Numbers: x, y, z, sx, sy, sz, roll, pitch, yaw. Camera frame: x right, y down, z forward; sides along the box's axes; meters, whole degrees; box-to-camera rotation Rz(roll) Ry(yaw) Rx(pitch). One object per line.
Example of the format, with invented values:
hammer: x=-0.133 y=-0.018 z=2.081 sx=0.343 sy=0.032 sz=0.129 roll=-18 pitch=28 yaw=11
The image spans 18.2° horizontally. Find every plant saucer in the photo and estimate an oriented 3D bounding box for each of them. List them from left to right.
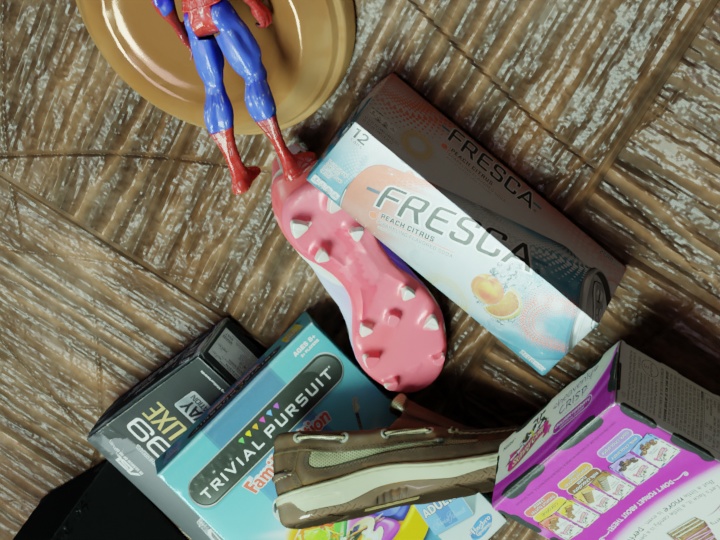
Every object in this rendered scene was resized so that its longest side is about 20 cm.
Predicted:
plant saucer: x=-0.100 y=-0.167 z=1.419 sx=0.199 sy=0.037 sz=0.201 roll=16 pitch=131 yaw=18

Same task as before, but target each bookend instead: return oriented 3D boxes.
bookend: x=-0.197 y=0.290 z=1.727 sx=0.092 sy=0.199 sz=0.200 roll=-31 pitch=108 yaw=40

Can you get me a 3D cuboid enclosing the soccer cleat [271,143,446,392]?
soccer cleat: x=0.000 y=0.000 z=1.489 sx=0.066 sy=0.077 sz=0.200 roll=-30 pitch=128 yaw=5

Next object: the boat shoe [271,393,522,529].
boat shoe: x=0.038 y=0.117 z=1.509 sx=0.075 sy=0.201 sz=0.075 roll=123 pitch=135 yaw=-71

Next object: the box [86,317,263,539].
box: x=-0.082 y=0.146 z=1.651 sx=0.200 sy=0.050 sz=0.158 roll=45 pitch=133 yaw=-11

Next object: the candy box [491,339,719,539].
candy box: x=0.205 y=0.143 z=1.446 sx=0.199 sy=0.061 sz=0.136 roll=30 pitch=132 yaw=-17

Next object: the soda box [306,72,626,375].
soda box: x=0.067 y=-0.030 z=1.411 sx=0.200 sy=0.068 sz=0.064 roll=39 pitch=131 yaw=-4

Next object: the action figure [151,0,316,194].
action figure: x=-0.089 y=-0.148 z=1.370 sx=0.065 sy=0.052 sz=0.201 roll=-10 pitch=115 yaw=28

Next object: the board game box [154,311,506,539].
board game box: x=-0.021 y=0.154 z=1.565 sx=0.151 sy=0.047 sz=0.200 roll=-45 pitch=101 yaw=1
